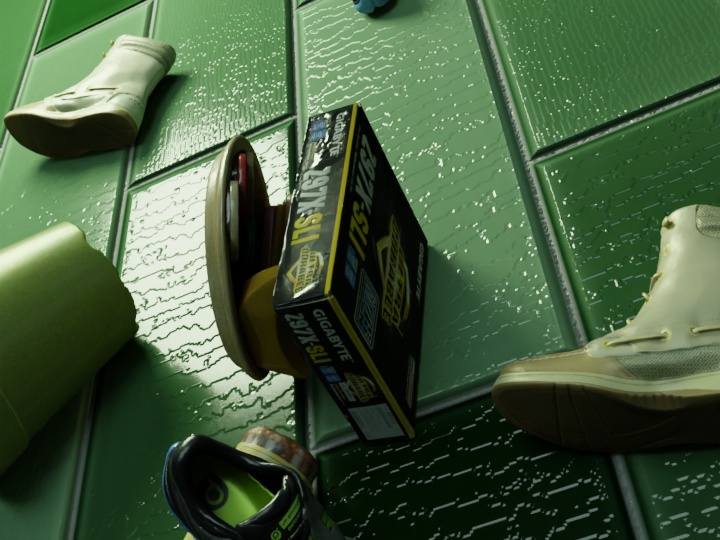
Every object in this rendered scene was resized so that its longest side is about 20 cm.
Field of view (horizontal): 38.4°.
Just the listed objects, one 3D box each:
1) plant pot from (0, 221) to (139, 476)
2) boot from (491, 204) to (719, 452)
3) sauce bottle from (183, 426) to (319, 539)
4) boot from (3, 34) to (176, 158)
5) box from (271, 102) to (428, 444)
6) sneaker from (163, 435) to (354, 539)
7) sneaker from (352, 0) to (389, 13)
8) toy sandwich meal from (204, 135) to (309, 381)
[{"bbox_3d":[-0.306,0.057,0.920,0.189,0.202,0.199,-38,38,-26],"label":"plant pot"},{"bbox_3d":[0.191,0.034,0.683,0.197,0.073,0.157,-7,47,25],"label":"boot"},{"bbox_3d":[-0.097,0.207,0.707,0.065,0.066,0.202,6,57,37],"label":"sauce bottle"},{"bbox_3d":[-0.334,-0.220,1.285,0.197,0.073,0.156,-1,49,26],"label":"boot"},{"bbox_3d":[0.000,0.000,0.775,0.049,0.161,0.202,-13,43,21],"label":"box"},{"bbox_3d":[-0.045,0.173,0.639,0.198,0.083,0.071,35,67,11],"label":"sneaker"},{"bbox_3d":[-0.002,-0.383,1.220,0.070,0.083,0.201,-23,41,11],"label":"sneaker"},{"bbox_3d":[-0.064,-0.006,0.799,0.069,0.207,0.207,-5,44,6],"label":"toy sandwich meal"}]
